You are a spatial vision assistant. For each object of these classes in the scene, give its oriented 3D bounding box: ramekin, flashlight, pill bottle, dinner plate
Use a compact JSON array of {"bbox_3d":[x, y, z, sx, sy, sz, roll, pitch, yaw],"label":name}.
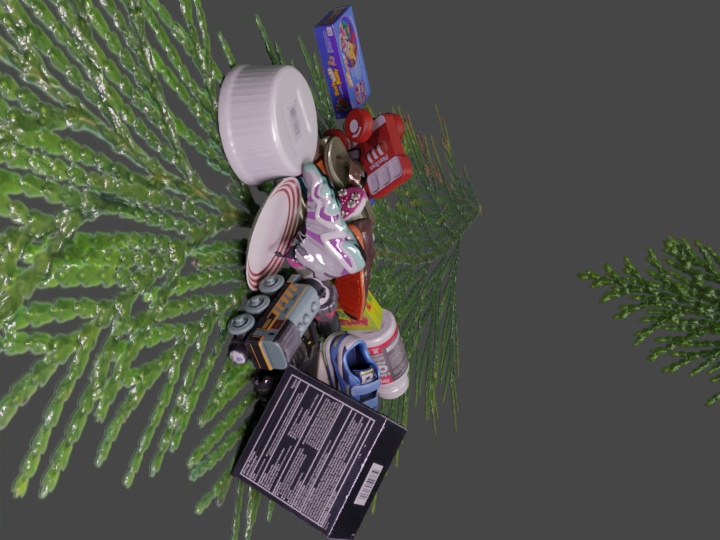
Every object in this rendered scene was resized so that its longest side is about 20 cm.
[{"bbox_3d":[-0.148,-0.247,1.367,0.200,0.097,0.203,-2,90,-69],"label":"ramekin"},{"bbox_3d":[-0.069,0.074,1.531,0.068,0.068,0.200,-56,168,-13],"label":"flashlight"},{"bbox_3d":[0.047,0.189,1.815,0.111,0.109,0.201,-70,149,-45],"label":"pill bottle"},{"bbox_3d":[-0.151,-0.063,1.374,0.200,0.024,0.202,20,90,-76],"label":"dinner plate"}]

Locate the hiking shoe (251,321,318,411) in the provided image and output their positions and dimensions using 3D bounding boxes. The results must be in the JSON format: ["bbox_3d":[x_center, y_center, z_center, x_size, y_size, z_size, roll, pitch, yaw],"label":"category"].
[{"bbox_3d":[-0.129,0.139,1.405,0.101,0.075,0.201,71,27,-44],"label":"hiking shoe"}]

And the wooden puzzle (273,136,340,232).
[{"bbox_3d":[-0.066,-0.139,1.555,0.200,0.037,0.187,-46,117,-47],"label":"wooden puzzle"}]

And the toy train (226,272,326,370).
[{"bbox_3d":[-0.133,0.080,1.328,0.201,0.113,0.086,-57,142,-45],"label":"toy train"}]

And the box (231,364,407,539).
[{"bbox_3d":[-0.063,0.290,1.309,0.201,0.197,0.123,-61,154,-8],"label":"box"}]

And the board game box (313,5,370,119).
[{"bbox_3d":[-0.036,-0.447,1.756,0.135,0.044,0.202,-62,144,-53],"label":"board game box"}]

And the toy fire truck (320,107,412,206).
[{"bbox_3d":[0.014,-0.221,1.647,0.111,0.199,0.170,-1,69,-41],"label":"toy fire truck"}]

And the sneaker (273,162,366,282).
[{"bbox_3d":[-0.089,-0.068,1.371,0.078,0.139,0.202,-68,133,-79],"label":"sneaker"}]

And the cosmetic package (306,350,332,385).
[{"bbox_3d":[-0.071,0.253,1.471,0.103,0.072,0.203,156,-57,-65],"label":"cosmetic package"}]

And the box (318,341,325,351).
[{"bbox_3d":[-0.067,0.248,1.606,0.156,0.041,0.203,30,61,-65],"label":"box"}]

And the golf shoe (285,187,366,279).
[{"bbox_3d":[-0.055,-0.065,1.489,0.200,0.075,0.092,-49,141,-18],"label":"golf shoe"}]

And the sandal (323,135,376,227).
[{"bbox_3d":[-0.009,-0.172,1.574,0.202,0.057,0.080,61,35,-24],"label":"sandal"}]

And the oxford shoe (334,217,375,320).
[{"bbox_3d":[0.000,0.000,1.482,0.072,0.071,0.202,-32,136,-40],"label":"oxford shoe"}]

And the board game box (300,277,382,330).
[{"bbox_3d":[-0.035,0.055,1.626,0.200,0.100,0.048,57,36,-53],"label":"board game box"}]

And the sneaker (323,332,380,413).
[{"bbox_3d":[-0.004,0.204,1.409,0.073,0.082,0.202,-21,95,-38],"label":"sneaker"}]
